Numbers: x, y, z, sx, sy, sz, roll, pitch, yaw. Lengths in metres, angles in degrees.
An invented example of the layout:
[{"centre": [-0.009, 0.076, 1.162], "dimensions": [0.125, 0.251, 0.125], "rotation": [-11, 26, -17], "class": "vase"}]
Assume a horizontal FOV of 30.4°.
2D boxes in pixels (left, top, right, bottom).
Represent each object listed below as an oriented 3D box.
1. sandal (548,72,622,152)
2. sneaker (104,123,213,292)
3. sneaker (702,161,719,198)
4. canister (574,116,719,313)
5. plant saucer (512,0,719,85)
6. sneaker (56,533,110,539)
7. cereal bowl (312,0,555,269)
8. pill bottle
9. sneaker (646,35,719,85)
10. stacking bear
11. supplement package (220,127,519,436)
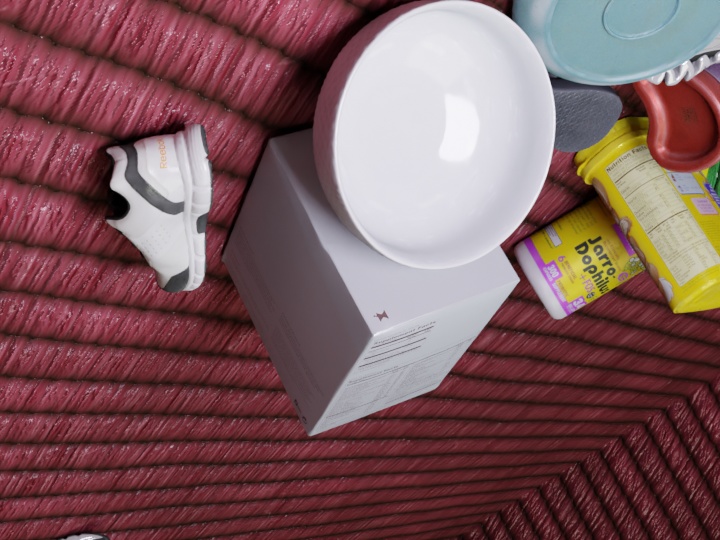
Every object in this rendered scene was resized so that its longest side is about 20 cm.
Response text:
[{"centre": [0.169, -0.156, 1.213], "dimensions": [0.199, 0.043, 0.076], "rotation": [7, 134, -43], "class": "sandal"}, {"centre": [-0.158, -0.045, 1.021], "dimensions": [0.080, 0.074, 0.200], "rotation": [-8, 151, -12], "class": "sneaker"}, {"centre": [0.429, -0.126, 1.467], "dimensions": [0.078, 0.085, 0.201], "rotation": [-9, 117, -40], "class": "sneaker"}, {"centre": [0.334, -0.059, 1.416], "dimensions": [0.148, 0.201, 0.087], "rotation": [-3, 148, -49], "class": "canister"}, {"centre": [0.220, -0.214, 1.047], "dimensions": [0.199, 0.028, 0.201], "rotation": [-8, 145, -6], "class": "plant saucer"}, {"centre": [-0.415, 0.419, 1.759], "dimensions": [0.199, 0.085, 0.075], "rotation": [-27, 161, -3], "class": "sneaker"}, {"centre": [0.047, -0.106, 1.007], "dimensions": [0.199, 0.201, 0.083], "rotation": [-18, -159, -26], "class": "cereal bowl"}, {"centre": [0.289, -0.034, 1.559], "dimensions": [0.199, 0.105, 0.104], "rotation": [-32, 160, 8], "class": "pill bottle"}, {"centre": [0.337, -0.232, 1.201], "dimensions": [0.199, 0.075, 0.081], "rotation": [-22, 148, -22], "class": "sneaker"}, {"centre": [0.380, -0.191, 1.294], "dimensions": [0.200, 0.122, 0.114], "rotation": [-32, -153, -25], "class": "stacking bear"}, {"centre": [0.000, 0.000, 1.134], "dimensions": [0.146, 0.192, 0.200], "rotation": [-18, 158, -27], "class": "supplement package"}]
